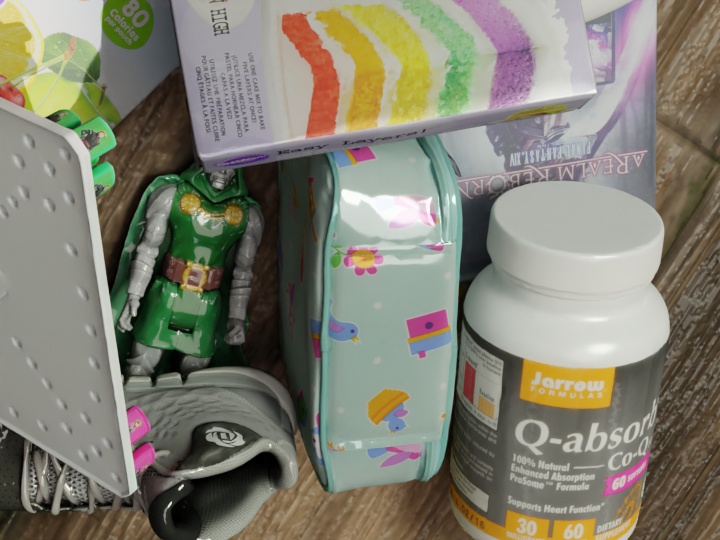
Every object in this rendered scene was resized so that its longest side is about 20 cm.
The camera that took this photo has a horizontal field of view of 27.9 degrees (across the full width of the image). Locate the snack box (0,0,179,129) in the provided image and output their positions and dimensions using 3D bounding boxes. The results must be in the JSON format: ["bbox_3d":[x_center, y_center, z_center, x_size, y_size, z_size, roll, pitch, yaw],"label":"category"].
[{"bbox_3d":[-0.135,-0.160,0.712,0.200,0.053,0.142,-44,117,-4],"label":"snack box"}]

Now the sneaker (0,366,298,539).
[{"bbox_3d":[-0.125,0.099,0.728,0.199,0.116,0.075,-9,112,-8],"label":"sneaker"}]

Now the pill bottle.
[{"bbox_3d":[0.113,0.059,0.828,0.116,0.116,0.200,-6,119,-15],"label":"pill bottle"}]

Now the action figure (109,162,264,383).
[{"bbox_3d":[-0.099,0.022,0.800,0.118,0.055,0.200,11,102,-18],"label":"action figure"}]

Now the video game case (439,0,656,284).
[{"bbox_3d":[0.103,-0.096,0.835,0.143,0.019,0.200,-10,111,-13],"label":"video game case"}]

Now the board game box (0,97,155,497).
[{"bbox_3d":[-0.179,-0.012,0.671,0.026,0.200,0.200,-38,141,-39],"label":"board game box"}]

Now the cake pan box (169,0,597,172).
[{"bbox_3d":[0.000,-0.156,0.657,0.184,0.052,0.201,-8,87,-6],"label":"cake pan box"}]

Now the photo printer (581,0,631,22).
[{"bbox_3d":[0.087,-0.224,0.742,0.166,0.069,0.200,-22,107,-8],"label":"photo printer"}]

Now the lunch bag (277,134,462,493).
[{"bbox_3d":[0.000,0.000,0.764,0.077,0.160,0.200,-3,116,-10],"label":"lunch bag"}]
